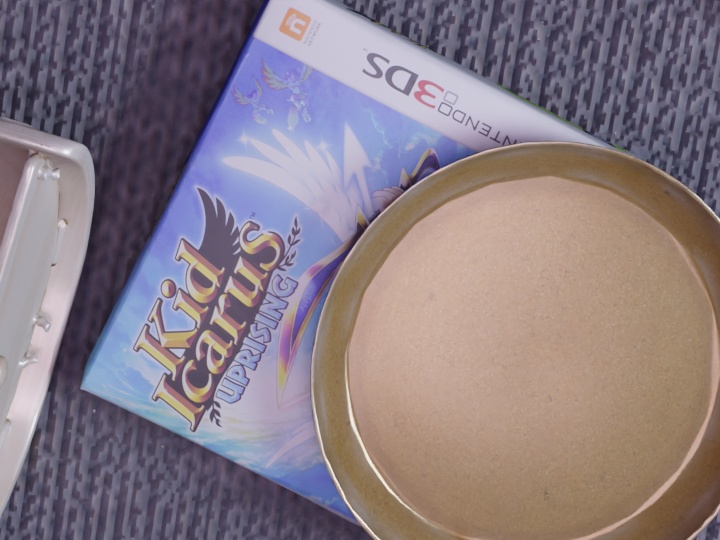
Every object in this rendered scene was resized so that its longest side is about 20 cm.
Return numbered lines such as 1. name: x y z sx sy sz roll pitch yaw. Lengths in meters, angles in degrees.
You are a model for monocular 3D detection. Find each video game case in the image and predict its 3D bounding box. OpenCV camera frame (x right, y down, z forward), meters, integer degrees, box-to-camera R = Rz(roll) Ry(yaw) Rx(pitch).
1. video game case: 0.000 0.000 0.999 0.180 0.045 0.201 26 97 -6

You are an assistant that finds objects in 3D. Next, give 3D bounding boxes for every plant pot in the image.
1. plant pot: 0.076 0.043 0.975 0.198 0.027 0.202 -1 101 -6

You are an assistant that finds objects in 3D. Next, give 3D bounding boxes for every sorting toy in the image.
1. sorting toy: -0.220 0.011 0.970 0.179 0.107 0.202 18 98 2
